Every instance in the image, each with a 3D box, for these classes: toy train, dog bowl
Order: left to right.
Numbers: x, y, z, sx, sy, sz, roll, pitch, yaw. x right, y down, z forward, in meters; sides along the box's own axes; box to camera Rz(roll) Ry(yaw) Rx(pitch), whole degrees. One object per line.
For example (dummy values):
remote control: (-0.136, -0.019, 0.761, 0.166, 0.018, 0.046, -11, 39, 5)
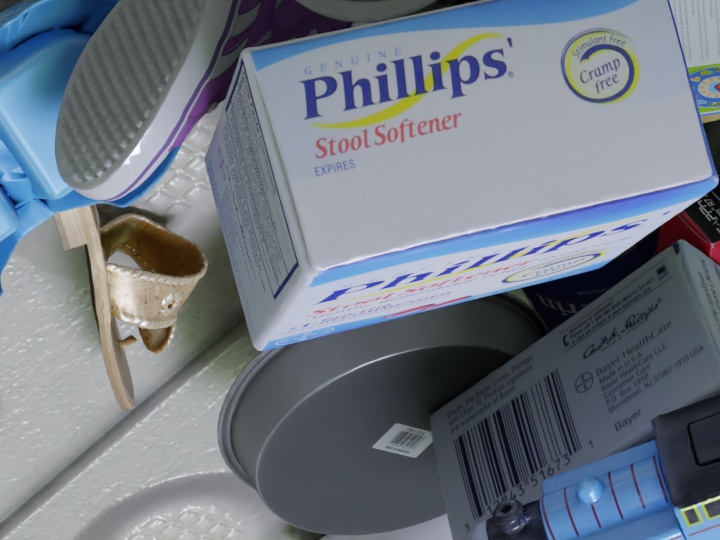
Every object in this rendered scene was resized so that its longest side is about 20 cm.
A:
dog bowl: (-0.180, -0.058, 1.071, 0.200, 0.050, 0.112, -37, 118, -11)
toy train: (0.147, 0.136, 1.101, 0.200, 0.087, 0.114, -21, 125, 12)

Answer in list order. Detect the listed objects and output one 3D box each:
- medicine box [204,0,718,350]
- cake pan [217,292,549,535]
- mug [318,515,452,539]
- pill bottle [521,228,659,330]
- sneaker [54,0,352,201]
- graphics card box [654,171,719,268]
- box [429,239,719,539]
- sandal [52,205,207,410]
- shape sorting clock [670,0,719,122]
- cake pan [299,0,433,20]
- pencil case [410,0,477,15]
medicine box: (0.036, -0.046, 0.986, 0.182, 0.103, 0.200, -13, 173, -11)
cake pan: (0.020, 0.085, 1.250, 0.200, 0.037, 0.200, -12, 141, -10)
mug: (0.059, 0.198, 1.514, 0.153, 0.187, 0.149, -41, 107, 8)
pill bottle: (0.146, -0.015, 1.299, 0.116, 0.116, 0.200, -28, 142, 4)
sneaker: (-0.060, -0.104, 1.054, 0.114, 0.073, 0.201, 42, 73, -46)
graphics card box: (0.260, -0.020, 1.248, 0.200, 0.051, 0.126, -22, 140, -19)
box: (0.173, 0.109, 1.210, 0.184, 0.105, 0.200, -37, 131, 24)
sandal: (-0.119, -0.003, 1.207, 0.070, 0.078, 0.212, -15, 136, -2)
shape sorting clock: (0.162, -0.125, 1.092, 0.200, 0.039, 0.200, -3, 154, -2)
cake pan: (0.022, -0.205, 0.947, 0.037, 0.200, 0.200, 6, 134, -46)
pencil case: (0.109, -0.128, 1.180, 0.200, 0.078, 0.090, -16, 121, -10)
